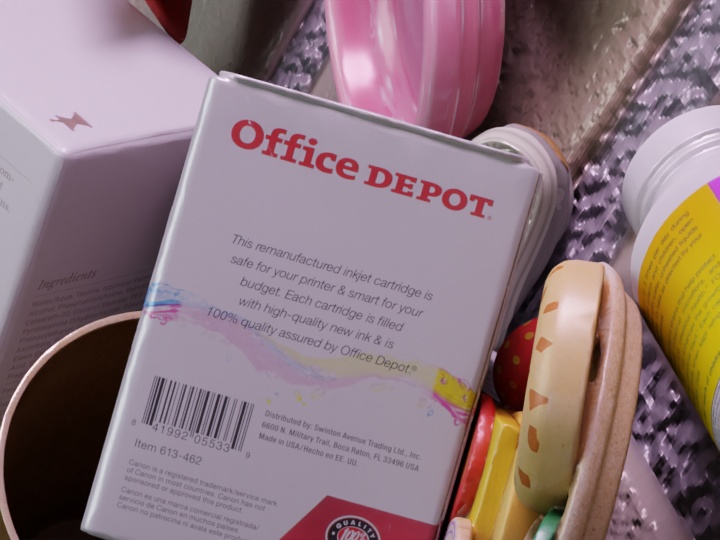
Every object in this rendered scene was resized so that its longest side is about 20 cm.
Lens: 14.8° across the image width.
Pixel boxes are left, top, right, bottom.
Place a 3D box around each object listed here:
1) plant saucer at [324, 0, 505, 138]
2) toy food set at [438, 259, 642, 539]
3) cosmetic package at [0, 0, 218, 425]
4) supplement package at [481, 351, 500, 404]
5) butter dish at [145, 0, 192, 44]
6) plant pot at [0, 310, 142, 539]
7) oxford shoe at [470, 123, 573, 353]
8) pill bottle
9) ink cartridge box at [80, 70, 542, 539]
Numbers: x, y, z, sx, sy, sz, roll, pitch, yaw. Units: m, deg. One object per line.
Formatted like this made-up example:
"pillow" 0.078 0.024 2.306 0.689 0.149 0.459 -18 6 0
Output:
"plant saucer" 0.028 -0.145 1.428 0.200 0.051 0.201 175 90 -76
"toy food set" 0.066 0.091 1.130 0.200 0.048 0.199 -141 66 -85
"cosmetic package" -0.193 -0.042 1.612 0.167 0.166 0.200 40 123 28
"supplement package" -0.012 0.110 1.285 0.200 0.114 0.110 -56 9 3
"butter dish" -0.060 -0.246 1.608 0.200 0.147 0.200 58 -144 -73
"plant pot" -0.126 0.147 1.493 0.200 0.186 0.187 128 147 -58
"oxford shoe" 0.050 0.009 1.367 0.058 0.075 0.200 -37 -23 -55
"pill bottle" 0.171 0.018 1.099 0.104 0.104 0.200 -58 33 25
"ink cartridge box" -0.020 0.030 1.179 0.083 0.145 0.201 -109 36 -86
